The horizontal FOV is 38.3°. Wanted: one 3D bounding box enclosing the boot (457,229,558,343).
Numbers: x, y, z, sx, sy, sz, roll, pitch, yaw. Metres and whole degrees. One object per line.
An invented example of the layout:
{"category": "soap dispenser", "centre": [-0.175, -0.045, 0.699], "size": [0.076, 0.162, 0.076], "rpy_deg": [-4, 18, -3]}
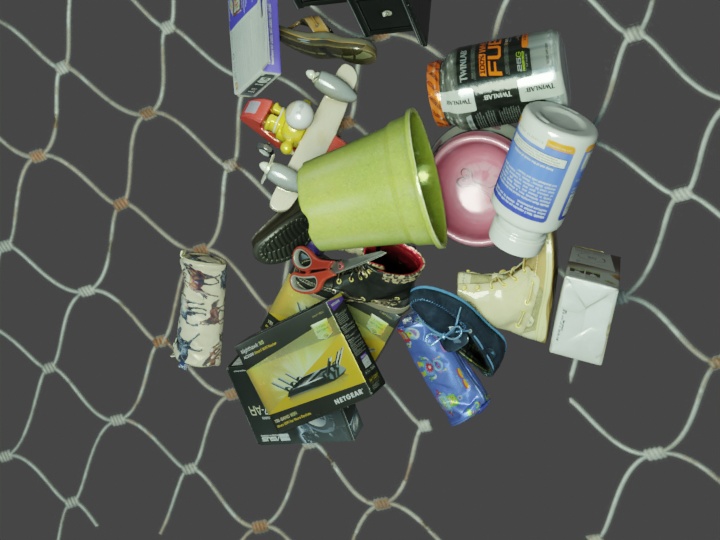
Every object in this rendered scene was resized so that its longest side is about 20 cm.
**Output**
{"category": "boot", "centre": [0.225, 0.010, 1.604], "size": [0.153, 0.073, 0.203], "rpy_deg": [9, 122, 15]}

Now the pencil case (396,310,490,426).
{"category": "pencil case", "centre": [0.135, 0.149, 1.668], "size": [0.086, 0.078, 0.202], "rpy_deg": [-23, 99, 53]}

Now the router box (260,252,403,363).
{"category": "router box", "centre": [-0.046, 0.080, 1.719], "size": [0.198, 0.052, 0.159], "rpy_deg": [32, 110, 6]}

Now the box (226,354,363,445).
{"category": "box", "centre": [-0.110, 0.212, 1.740], "size": [0.197, 0.044, 0.163], "rpy_deg": [-7, 114, 29]}

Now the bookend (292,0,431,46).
{"category": "bookend", "centre": [-0.016, -0.413, 1.505], "size": [0.196, 0.199, 0.094], "rpy_deg": [-1, 66, 18]}

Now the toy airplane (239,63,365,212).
{"category": "toy airplane", "centre": [-0.076, -0.208, 1.595], "size": [0.196, 0.141, 0.203], "rpy_deg": [-19, 69, -1]}

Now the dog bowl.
{"category": "dog bowl", "centre": [0.184, -0.127, 1.589], "size": [0.196, 0.074, 0.204], "rpy_deg": [4, 105, 16]}

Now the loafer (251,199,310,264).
{"category": "loafer", "centre": [-0.101, -0.087, 1.654], "size": [0.071, 0.199, 0.074], "rpy_deg": [35, 156, 37]}

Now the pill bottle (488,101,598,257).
{"category": "pill bottle", "centre": [0.250, -0.125, 1.465], "size": [0.111, 0.112, 0.202], "rpy_deg": [24, 121, 9]}

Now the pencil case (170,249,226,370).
{"category": "pencil case", "centre": [-0.275, 0.066, 1.769], "size": [0.088, 0.078, 0.204], "rpy_deg": [5, 106, -6]}

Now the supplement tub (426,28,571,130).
{"category": "supplement tub", "centre": [0.203, -0.275, 1.520], "size": [0.196, 0.122, 0.125], "rpy_deg": [-8, 101, 17]}

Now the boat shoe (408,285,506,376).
{"category": "boat shoe", "centre": [0.153, 0.095, 1.592], "size": [0.198, 0.070, 0.084], "rpy_deg": [32, 149, -22]}

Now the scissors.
{"category": "scissors", "centre": [-0.035, 0.002, 1.555], "size": [0.198, 0.014, 0.075], "rpy_deg": [3, 95, 40]}

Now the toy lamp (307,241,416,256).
{"category": "toy lamp", "centre": [-0.010, -0.039, 1.678], "size": [0.196, 0.058, 0.059], "rpy_deg": [12, 107, 11]}

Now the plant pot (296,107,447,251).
{"category": "plant pot", "centre": [0.013, -0.112, 1.489], "size": [0.181, 0.200, 0.204], "rpy_deg": [-12, 100, 13]}

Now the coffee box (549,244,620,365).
{"category": "coffee box", "centre": [0.331, 0.045, 1.521], "size": [0.078, 0.200, 0.116], "rpy_deg": [13, 108, 11]}

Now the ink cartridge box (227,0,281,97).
{"category": "ink cartridge box", "centre": [-0.153, -0.380, 1.547], "size": [0.043, 0.200, 0.202], "rpy_deg": [-3, 87, -21]}

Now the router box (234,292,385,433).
{"category": "router box", "centre": [-0.081, 0.147, 1.620], "size": [0.198, 0.052, 0.159], "rpy_deg": [-26, 93, 31]}

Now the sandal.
{"category": "sandal", "centre": [-0.059, -0.362, 1.593], "size": [0.197, 0.081, 0.056], "rpy_deg": [15, 85, 29]}

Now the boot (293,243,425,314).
{"category": "boot", "centre": [0.000, 0.000, 1.597], "size": [0.197, 0.151, 0.074], "rpy_deg": [17, 65, -4]}
